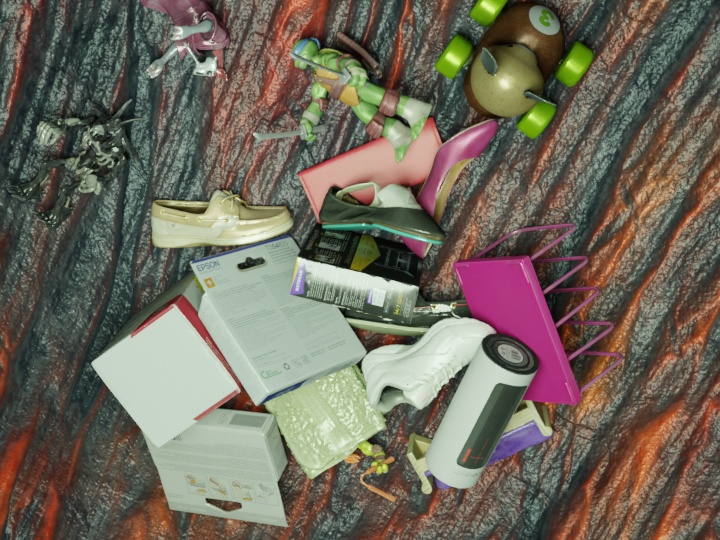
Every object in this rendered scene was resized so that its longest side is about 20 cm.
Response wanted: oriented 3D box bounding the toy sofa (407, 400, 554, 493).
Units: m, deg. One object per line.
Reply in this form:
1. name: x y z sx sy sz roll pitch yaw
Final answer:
1. toy sofa: 0.170 0.241 1.614 0.199 0.083 0.098 -27 99 11

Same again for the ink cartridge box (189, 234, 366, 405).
1. ink cartridge box: -0.113 0.060 1.522 0.041 0.199 0.201 -44 72 39

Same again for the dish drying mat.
1. dish drying mat: 0.020 -0.134 1.567 0.198 0.018 0.077 -22 102 11

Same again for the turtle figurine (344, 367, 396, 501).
1. turtle figurine: 0.006 0.213 1.628 0.199 0.064 0.162 37 96 16

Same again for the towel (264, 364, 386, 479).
1. towel: -0.064 0.168 1.602 0.148 0.036 0.201 -38 72 10

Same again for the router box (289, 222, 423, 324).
1. router box: 0.000 0.000 1.508 0.156 0.200 0.053 14 105 2

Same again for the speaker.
1. speaker: 0.153 0.183 1.495 0.081 0.081 0.201 23 120 -1

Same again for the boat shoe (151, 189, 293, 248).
1. boat shoe: -0.191 -0.074 1.571 0.198 0.074 0.070 -5 109 6

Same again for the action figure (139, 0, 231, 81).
1. action figure: -0.222 -0.336 1.515 0.149 0.133 0.201 -46 115 -28

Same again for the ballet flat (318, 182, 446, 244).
1. ballet flat: 0.025 -0.079 1.502 0.198 0.068 0.069 9 92 36

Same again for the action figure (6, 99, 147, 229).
1. action figure: -0.376 -0.147 1.557 0.200 0.102 0.119 -44 85 15

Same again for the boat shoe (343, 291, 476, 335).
1. boat shoe: 0.074 0.060 1.588 0.199 0.074 0.064 3 82 9

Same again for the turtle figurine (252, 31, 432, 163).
1. turtle figurine: -0.021 -0.200 1.472 0.193 0.200 0.145 28 117 -6

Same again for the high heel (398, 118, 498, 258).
1. high heel: 0.119 -0.106 1.502 0.200 0.067 0.096 -38 76 24

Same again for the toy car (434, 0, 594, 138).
1. toy car: 0.191 -0.251 1.428 0.164 0.200 0.158 34 105 -4

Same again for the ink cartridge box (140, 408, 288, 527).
1. ink cartridge box: -0.200 0.273 1.649 0.198 0.045 0.178 4 126 21

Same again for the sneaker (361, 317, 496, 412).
1. sneaker: 0.093 0.134 1.521 0.199 0.100 0.078 -27 130 25

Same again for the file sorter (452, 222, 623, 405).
1. file sorter: 0.239 0.053 1.520 0.125 0.138 0.202 -31 105 -31

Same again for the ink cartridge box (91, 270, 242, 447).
1. ink cartridge box: -0.237 0.107 1.557 0.145 0.200 0.145 -35 101 14
